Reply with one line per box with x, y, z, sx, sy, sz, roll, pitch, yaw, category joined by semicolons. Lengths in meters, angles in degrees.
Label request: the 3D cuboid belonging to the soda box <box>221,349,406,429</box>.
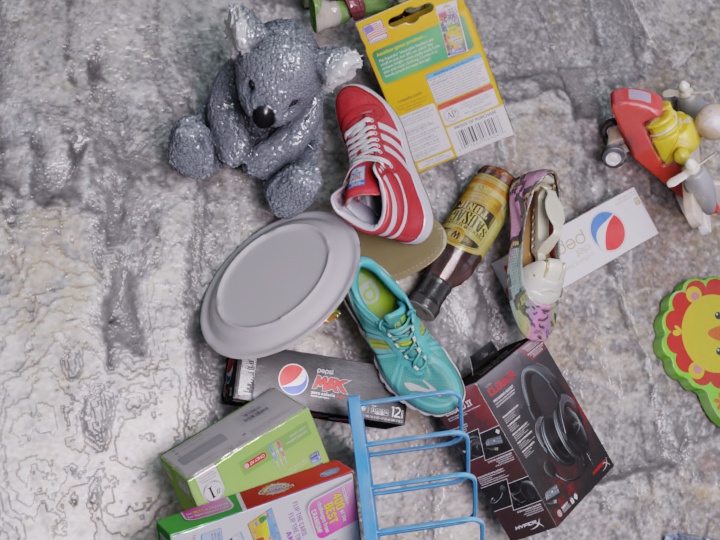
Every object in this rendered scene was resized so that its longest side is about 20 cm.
-0.049;0.129;1.359;0.198;0.071;0.064;11;76;-16;soda box

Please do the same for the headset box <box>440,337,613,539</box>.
0.182;0.178;1.399;0.148;0.077;0.202;-29;90;-48;headset box

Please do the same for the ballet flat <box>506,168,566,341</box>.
0.206;-0.023;1.409;0.068;0.071;0.203;10;71;-25;ballet flat

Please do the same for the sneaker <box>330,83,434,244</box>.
0.004;-0.122;1.338;0.112;0.071;0.202;2;58;-56;sneaker

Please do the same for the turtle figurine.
0.028;-0.355;1.436;0.191;0.200;0.146;-11;73;-9;turtle figurine

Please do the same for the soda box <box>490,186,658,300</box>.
0.262;-0.027;1.503;0.199;0.064;0.069;-28;88;-22;soda box

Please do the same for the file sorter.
0.060;0.241;1.264;0.121;0.139;0.202;-8;57;0;file sorter

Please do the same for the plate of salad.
-0.083;0.018;1.325;0.201;0.199;0.048;-55;132;-20;plate of salad

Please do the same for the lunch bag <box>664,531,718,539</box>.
0.436;0.425;1.437;0.168;0.127;0.202;17;81;-12;lunch bag

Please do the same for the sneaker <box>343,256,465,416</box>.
0.040;0.071;1.320;0.077;0.080;0.201;-35;84;-10;sneaker

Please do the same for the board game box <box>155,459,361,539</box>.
-0.092;0.290;1.211;0.198;0.040;0.155;-14;107;-27;board game box

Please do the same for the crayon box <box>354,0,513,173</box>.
0.085;-0.227;1.416;0.124;0.052;0.201;-21;120;8;crayon box

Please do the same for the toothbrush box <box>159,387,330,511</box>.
-0.097;0.249;1.273;0.145;0.086;0.202;-30;112;-22;toothbrush box

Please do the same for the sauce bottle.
0.120;-0.031;1.454;0.066;0.066;0.201;35;69;-9;sauce bottle

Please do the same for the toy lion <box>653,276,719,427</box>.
0.464;0.108;1.550;0.189;0.069;0.203;-3;80;-12;toy lion

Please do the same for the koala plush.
-0.095;-0.197;1.327;0.176;0.200;0.185;21;58;-3;koala plush

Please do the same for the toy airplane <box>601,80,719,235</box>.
0.409;-0.145;1.527;0.198;0.141;0.201;-4;60;-48;toy airplane

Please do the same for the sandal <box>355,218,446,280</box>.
-0.002;-0.005;1.411;0.210;0.070;0.078;-23;79;1;sandal
